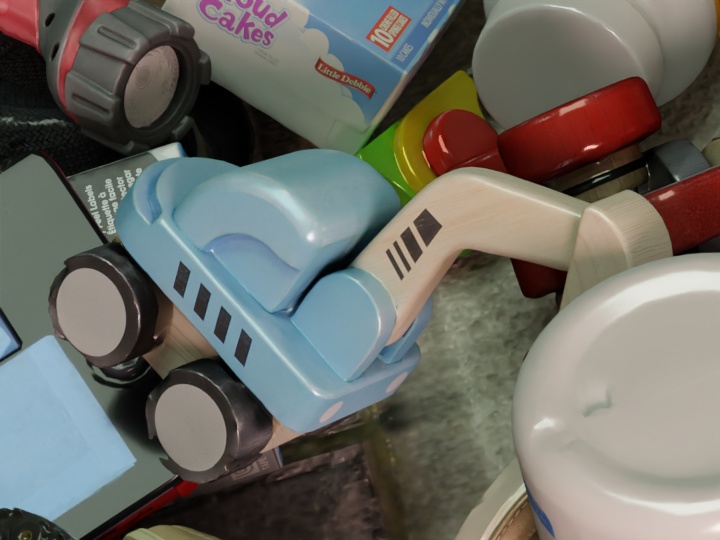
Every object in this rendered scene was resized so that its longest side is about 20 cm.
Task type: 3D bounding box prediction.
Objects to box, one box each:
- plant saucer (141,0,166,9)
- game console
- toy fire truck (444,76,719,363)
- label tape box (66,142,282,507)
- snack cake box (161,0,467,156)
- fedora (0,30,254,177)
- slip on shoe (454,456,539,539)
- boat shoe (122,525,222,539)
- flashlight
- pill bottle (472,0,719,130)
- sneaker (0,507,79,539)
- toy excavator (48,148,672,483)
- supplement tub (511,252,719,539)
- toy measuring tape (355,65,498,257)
[{"bbox_3d":[-0.085,-0.161,1.366,0.200,0.037,0.201,13,31,-8],"label":"plant saucer"},{"bbox_3d":[-0.176,0.062,1.122,0.200,0.031,0.177,-33,69,-7],"label":"game console"},{"bbox_3d":[0.141,-0.030,1.113,0.167,0.112,0.200,-24,-1,-15],"label":"toy fire truck"},{"bbox_3d":[-0.150,0.045,1.178,0.199,0.066,0.144,-17,64,-2],"label":"label tape box"},{"bbox_3d":[-0.004,-0.151,1.290,0.115,0.067,0.200,33,41,0],"label":"snack cake box"},{"bbox_3d":[-0.154,-0.071,1.304,0.200,0.092,0.201,-9,44,9],"label":"fedora"},{"bbox_3d":[0.124,0.090,1.074,0.200,0.076,0.061,-29,44,-22],"label":"slip on shoe"},{"bbox_3d":[-0.012,0.151,1.059,0.200,0.072,0.065,26,50,33],"label":"boat shoe"},{"bbox_3d":[-0.161,-0.117,1.241,0.200,0.068,0.068,26,102,33],"label":"flashlight"},{"bbox_3d":[0.124,-0.144,1.258,0.112,0.113,0.200,5,40,22],"label":"pill bottle"},{"bbox_3d":[-0.085,0.170,1.037,0.200,0.072,0.072,41,91,24],"label":"sneaker"},{"bbox_3d":[0.000,0.000,1.036,0.195,0.200,0.100,47,33,16],"label":"toy excavator"},{"bbox_3d":[0.133,0.104,0.960,0.131,0.200,0.132,-9,45,9],"label":"supplement tub"},{"bbox_3d":[0.056,-0.057,1.258,0.073,0.074,0.200,13,34,28],"label":"toy measuring tape"}]
